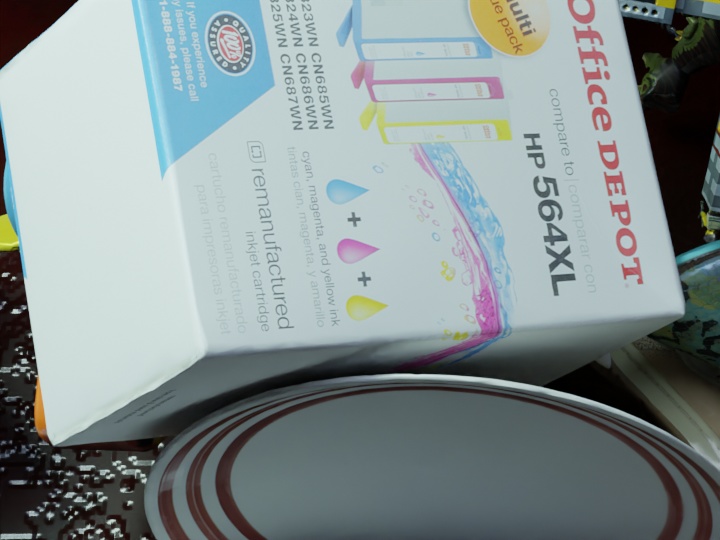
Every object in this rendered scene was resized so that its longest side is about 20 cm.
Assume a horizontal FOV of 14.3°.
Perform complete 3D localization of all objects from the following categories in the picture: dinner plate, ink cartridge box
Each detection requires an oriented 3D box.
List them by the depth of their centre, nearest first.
[{"bbox_3d":[0.002,-0.025,0.936,0.199,0.125,0.129,-5,77,-29],"label":"ink cartridge box"},{"bbox_3d":[0.029,0.078,0.944,0.199,0.200,0.024,1,59,6],"label":"dinner plate"}]

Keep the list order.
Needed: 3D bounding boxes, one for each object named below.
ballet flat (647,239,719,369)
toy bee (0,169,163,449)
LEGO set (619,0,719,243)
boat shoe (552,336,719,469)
[{"bbox_3d":[0.182,0.015,1.018,0.199,0.074,0.074,-11,48,-39],"label":"ballet flat"},{"bbox_3d":[-0.069,-0.036,1.043,0.131,0.109,0.201,24,100,24],"label":"toy bee"},{"bbox_3d":[0.122,-0.077,1.108,0.199,0.116,0.154,9,14,-11],"label":"LEGO set"},{"bbox_3d":[0.119,0.039,1.043,0.064,0.071,0.200,-30,56,-15],"label":"boat shoe"}]
